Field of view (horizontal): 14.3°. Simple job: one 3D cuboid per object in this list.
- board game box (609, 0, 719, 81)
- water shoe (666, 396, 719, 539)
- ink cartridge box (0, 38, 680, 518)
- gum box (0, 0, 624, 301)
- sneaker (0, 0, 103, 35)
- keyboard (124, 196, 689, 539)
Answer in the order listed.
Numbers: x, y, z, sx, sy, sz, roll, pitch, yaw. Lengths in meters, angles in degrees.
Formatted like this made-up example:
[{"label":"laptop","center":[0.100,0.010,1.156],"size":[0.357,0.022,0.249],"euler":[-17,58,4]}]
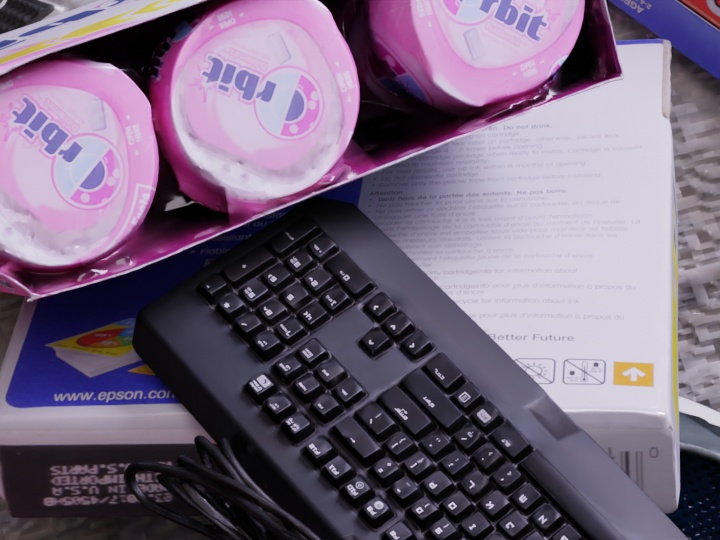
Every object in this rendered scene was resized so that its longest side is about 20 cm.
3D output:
[{"label":"board game box","center":[0.143,-0.119,0.929],"size":[0.200,0.135,0.029],"euler":[37,42,15]},{"label":"water shoe","center":[0.142,0.090,0.854],"size":[0.199,0.079,0.072],"euler":[12,104,11]},{"label":"ink cartridge box","center":[0.000,0.000,0.886],"size":[0.196,0.047,0.200],"euler":[-2,32,8]},{"label":"gum box","center":[-0.039,-0.054,0.840],"size":[0.199,0.113,0.067],"euler":[-22,101,-19]},{"label":"sneaker","center":[-0.033,-0.097,0.940],"size":[0.199,0.080,0.074],"euler":[-28,26,-11]},{"label":"keyboard","center":[0.015,0.061,0.755],"size":[0.104,0.040,0.200],"euler":[-37,61,-16]}]
